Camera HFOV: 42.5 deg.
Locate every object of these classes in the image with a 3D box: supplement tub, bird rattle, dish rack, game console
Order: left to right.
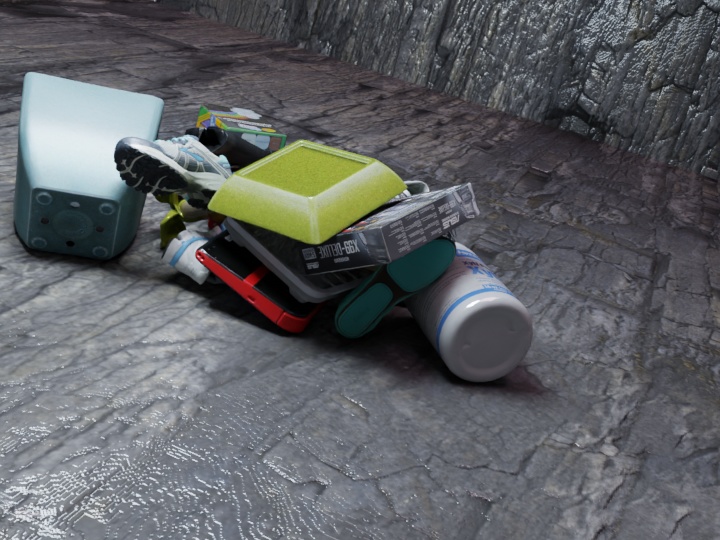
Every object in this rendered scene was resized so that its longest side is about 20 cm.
[{"bbox_3d":[-0.218,-0.093,1.427,0.163,0.113,0.200,-8,-7,42],"label":"bird rattle"},{"bbox_3d":[-0.127,0.002,1.307,0.177,0.031,0.200,35,22,2],"label":"game console"},{"bbox_3d":[-0.094,-0.024,1.310,0.200,0.044,0.172,42,25,16],"label":"dish rack"},{"bbox_3d":[0.143,0.054,1.292,0.132,0.132,0.200,7,23,-21],"label":"supplement tub"}]

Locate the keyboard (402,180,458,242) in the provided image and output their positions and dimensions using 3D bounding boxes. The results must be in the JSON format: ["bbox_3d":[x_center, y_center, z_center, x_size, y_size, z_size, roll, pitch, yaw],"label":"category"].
[{"bbox_3d":[0.139,-0.076,1.617,0.104,0.040,0.200,32,30,-49],"label":"keyboard"}]

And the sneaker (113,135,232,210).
[{"bbox_3d":[-0.254,-0.147,1.264,0.200,0.078,0.086,23,53,-50],"label":"sneaker"}]

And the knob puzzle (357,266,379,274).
[{"bbox_3d":[-0.018,-0.068,1.374,0.220,0.030,0.220,37,34,-31],"label":"knob puzzle"}]

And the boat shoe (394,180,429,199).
[{"bbox_3d":[0.046,-0.102,1.404,0.074,0.067,0.200,54,29,-4],"label":"boat shoe"}]

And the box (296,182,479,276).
[{"bbox_3d":[0.039,-0.056,1.232,0.158,0.050,0.200,-8,14,44],"label":"box"}]

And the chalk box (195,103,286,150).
[{"bbox_3d":[-0.226,-0.221,1.747,0.125,0.124,0.200,3,25,-31],"label":"chalk box"}]

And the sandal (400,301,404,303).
[{"bbox_3d":[0.000,0.000,1.434,0.200,0.055,0.082,17,21,5],"label":"sandal"}]

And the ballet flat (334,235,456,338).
[{"bbox_3d":[0.042,0.014,1.274,0.067,0.200,0.070,50,3,-13],"label":"ballet flat"}]

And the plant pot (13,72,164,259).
[{"bbox_3d":[-0.395,-0.129,1.311,0.196,0.196,0.200,9,42,-16],"label":"plant pot"}]

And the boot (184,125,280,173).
[{"bbox_3d":[-0.172,-0.197,1.544,0.165,0.066,0.200,-13,-22,28],"label":"boot"}]

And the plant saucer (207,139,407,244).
[{"bbox_3d":[-0.072,-0.118,1.244,0.200,0.048,0.200,19,37,34],"label":"plant saucer"}]

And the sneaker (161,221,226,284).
[{"bbox_3d":[-0.202,-0.018,1.347,0.087,0.075,0.200,42,27,11],"label":"sneaker"}]
